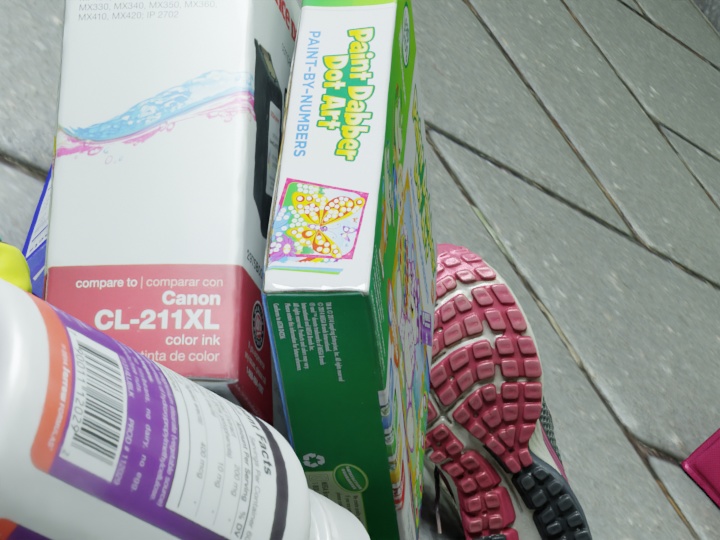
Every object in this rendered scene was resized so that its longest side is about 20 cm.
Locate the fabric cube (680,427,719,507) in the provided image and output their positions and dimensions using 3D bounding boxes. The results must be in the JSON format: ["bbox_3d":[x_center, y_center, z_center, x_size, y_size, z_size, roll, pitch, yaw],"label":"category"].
[{"bbox_3d":[0.376,0.130,1.806,0.196,0.199,0.200,49,17,11],"label":"fabric cube"}]

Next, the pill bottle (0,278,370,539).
[{"bbox_3d":[-0.089,0.089,0.947,0.200,0.111,0.112,32,21,-39],"label":"pill bottle"}]

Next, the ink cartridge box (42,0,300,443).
[{"bbox_3d":[-0.072,-0.031,1.074,0.146,0.082,0.201,63,28,-70],"label":"ink cartridge box"}]

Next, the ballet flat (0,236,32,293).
[{"bbox_3d":[-0.181,0.017,0.992,0.200,0.067,0.067,6,64,-68],"label":"ballet flat"}]

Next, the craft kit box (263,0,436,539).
[{"bbox_3d":[0.000,0.000,1.081,0.201,0.048,0.198,82,8,-49],"label":"craft kit box"}]

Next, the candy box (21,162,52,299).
[{"bbox_3d":[-0.072,-0.007,1.270,0.169,0.077,0.200,40,19,-16],"label":"candy box"}]

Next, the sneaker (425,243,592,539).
[{"bbox_3d":[0.059,0.078,1.330,0.075,0.080,0.201,-106,179,-69],"label":"sneaker"}]
